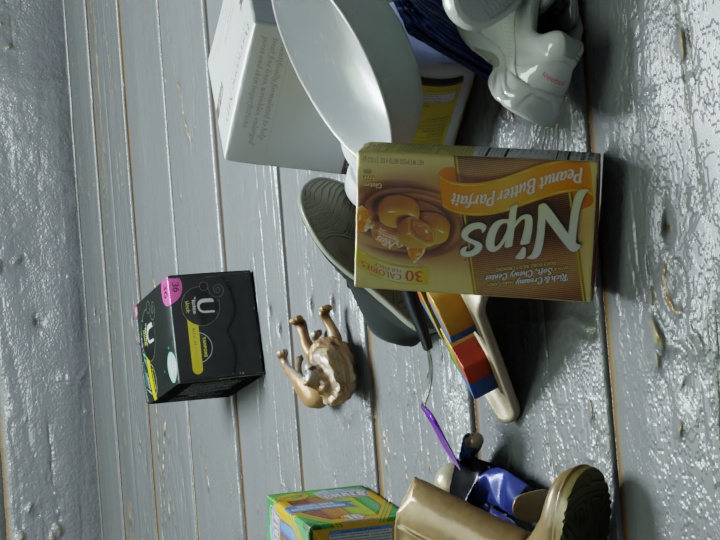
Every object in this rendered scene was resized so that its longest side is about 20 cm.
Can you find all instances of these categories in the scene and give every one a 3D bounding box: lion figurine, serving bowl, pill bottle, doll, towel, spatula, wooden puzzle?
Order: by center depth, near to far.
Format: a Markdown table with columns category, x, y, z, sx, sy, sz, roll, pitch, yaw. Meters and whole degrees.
| category | x | y | z | sx | sy | sz | roll | pitch | yaw |
| --- | --- | --- | --- | --- | --- | --- | --- | --- | --- |
| serving bowl | -0.002 | -0.194 | 1.514 | 0.201 | 0.065 | 0.201 | 54 | 164 | 23 |
| towel | 0.065 | -0.262 | 1.564 | 0.024 | 0.144 | 0.201 | -39 | 49 | 25 |
| wooden puzzle | 0.080 | 0.025 | 1.573 | 0.201 | 0.046 | 0.186 | 73 | 172 | -50 |
| spatula | 0.061 | 0.089 | 1.607 | 0.057 | 0.020 | 0.202 | -142 | 39 | -77 |
| doll | 0.117 | 0.222 | 1.613 | 0.200 | 0.048 | 0.138 | -159 | 67 | -67 |
| pill bottle | 0.042 | -0.151 | 1.656 | 0.112 | 0.111 | 0.201 | -113 | 28 | -42 |
| lion figurine | -0.047 | 0.121 | 2.032 | 0.200 | 0.072 | 0.123 | 101 | 149 | -70 |

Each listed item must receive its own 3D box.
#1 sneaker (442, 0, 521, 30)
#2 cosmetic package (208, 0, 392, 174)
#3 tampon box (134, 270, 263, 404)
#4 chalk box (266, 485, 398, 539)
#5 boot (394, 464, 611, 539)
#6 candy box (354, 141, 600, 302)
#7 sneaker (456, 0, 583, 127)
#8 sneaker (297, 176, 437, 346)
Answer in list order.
| category | x | y | z | sx | sy | sz | roll | pitch | yaw |
| --- | --- | --- | --- | --- | --- | --- | --- | --- | --- |
| sneaker | 0.085 | -0.257 | 1.458 | 0.118 | 0.074 | 0.201 | -29 | 32 | 43 |
| cosmetic package | -0.059 | -0.226 | 1.790 | 0.201 | 0.163 | 0.166 | -104 | 25 | -53 |
| tampon box | -0.230 | 0.097 | 2.415 | 0.200 | 0.125 | 0.151 | 145 | 118 | -66 |
| chalk box | -0.032 | 0.316 | 1.927 | 0.200 | 0.123 | 0.125 | -162 | 69 | -67 |
| boot | 0.115 | 0.222 | 1.481 | 0.199 | 0.066 | 0.177 | 20 | 115 | 41 |
| candy box | 0.096 | -0.041 | 1.411 | 0.055 | 0.198 | 0.117 | -57 | -31 | -74 |
| sneaker | 0.146 | -0.205 | 1.449 | 0.100 | 0.077 | 0.201 | -56 | 31 | 23 |
| sneaker | 0.000 | 0.000 | 1.749 | 0.200 | 0.075 | 0.106 | 48 | 156 | 3 |
